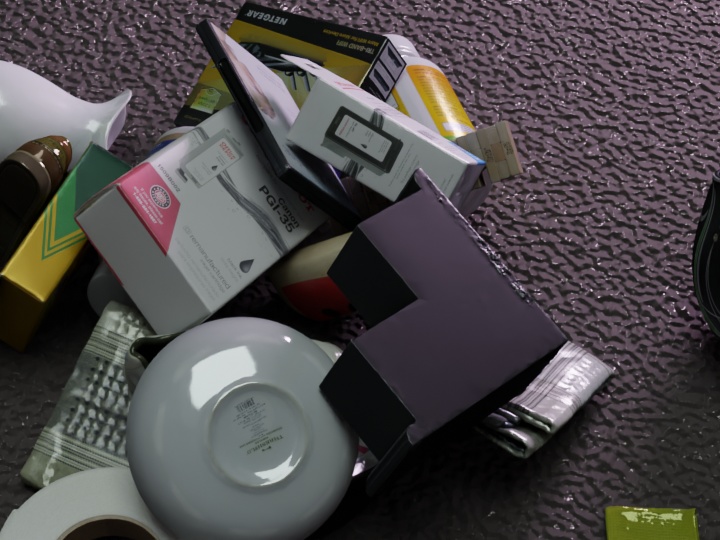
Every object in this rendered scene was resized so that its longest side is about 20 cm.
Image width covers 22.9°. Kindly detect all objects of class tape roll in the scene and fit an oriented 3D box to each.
[{"bbox_3d":[-0.211,0.260,1.481,0.201,0.037,0.204,1,58,-2],"label":"tape roll"}]

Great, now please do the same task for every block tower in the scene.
[{"bbox_3d":[0.055,-0.086,1.714,0.199,0.054,0.058,-17,90,11],"label":"block tower"}]

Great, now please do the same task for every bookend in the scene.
[{"bbox_3d":[0.032,0.048,1.482,0.200,0.092,0.199,-31,74,-38],"label":"bookend"}]

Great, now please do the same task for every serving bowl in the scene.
[{"bbox_3d":[-0.091,0.136,1.464,0.199,0.066,0.202,2,82,-14],"label":"serving bowl"}]

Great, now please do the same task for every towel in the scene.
[{"bbox_3d":[0.258,0.288,1.527,0.085,0.018,0.201,4,48,-2],"label":"towel"},{"bbox_3d":[0.119,0.081,1.631,0.192,0.035,0.200,31,31,17],"label":"towel"},{"bbox_3d":[-0.180,0.139,1.590,0.199,0.035,0.193,21,70,13],"label":"towel"}]

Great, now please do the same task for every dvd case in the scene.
[{"bbox_3d":[-0.076,-0.136,1.660,0.018,0.143,0.201,-37,58,12],"label":"dvd case"}]

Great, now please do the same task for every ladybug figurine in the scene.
[{"bbox_3d":[0.000,0.000,1.677,0.135,0.199,0.072,-16,89,-44],"label":"ladybug figurine"}]

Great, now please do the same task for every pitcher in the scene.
[{"bbox_3d":[-0.343,-0.123,1.794,0.199,0.121,0.173,11,62,-10],"label":"pitcher"}]

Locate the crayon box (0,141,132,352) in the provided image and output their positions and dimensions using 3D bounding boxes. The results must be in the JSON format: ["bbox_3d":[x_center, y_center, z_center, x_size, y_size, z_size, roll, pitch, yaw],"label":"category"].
[{"bbox_3d":[-0.292,-0.009,1.661,0.051,0.127,0.201,32,60,-5],"label":"crayon box"}]

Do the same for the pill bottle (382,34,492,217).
[{"bbox_3d":[0.054,-0.150,1.840,0.110,0.111,0.201,-12,50,-15],"label":"pill bottle"}]

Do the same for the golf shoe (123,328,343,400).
[{"bbox_3d":[-0.108,0.086,1.537,0.198,0.097,0.079,-4,65,2],"label":"golf shoe"}]

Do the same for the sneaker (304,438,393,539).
[{"bbox_3d":[-0.028,0.148,1.584,0.200,0.084,0.121,-34,59,-31],"label":"sneaker"}]

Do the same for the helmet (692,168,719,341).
[{"bbox_3d":[0.407,0.001,1.683,0.198,0.192,0.200,-4,13,1],"label":"helmet"}]

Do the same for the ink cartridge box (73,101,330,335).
[{"bbox_3d":[-0.141,-0.050,1.626,0.147,0.083,0.200,54,44,-5],"label":"ink cartridge box"}]

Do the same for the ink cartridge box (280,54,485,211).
[{"bbox_3d":[0.008,-0.120,1.634,0.199,0.068,0.116,31,9,9],"label":"ink cartridge box"}]

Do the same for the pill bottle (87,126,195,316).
[{"bbox_3d":[-0.187,-0.037,1.719,0.110,0.111,0.201,16,49,10],"label":"pill bottle"}]

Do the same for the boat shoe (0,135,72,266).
[{"bbox_3d":[-0.331,-0.062,1.694,0.072,0.200,0.068,50,46,-7],"label":"boat shoe"}]

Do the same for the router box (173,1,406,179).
[{"bbox_3d":[-0.074,-0.182,1.824,0.199,0.052,0.158,18,72,35],"label":"router box"}]
